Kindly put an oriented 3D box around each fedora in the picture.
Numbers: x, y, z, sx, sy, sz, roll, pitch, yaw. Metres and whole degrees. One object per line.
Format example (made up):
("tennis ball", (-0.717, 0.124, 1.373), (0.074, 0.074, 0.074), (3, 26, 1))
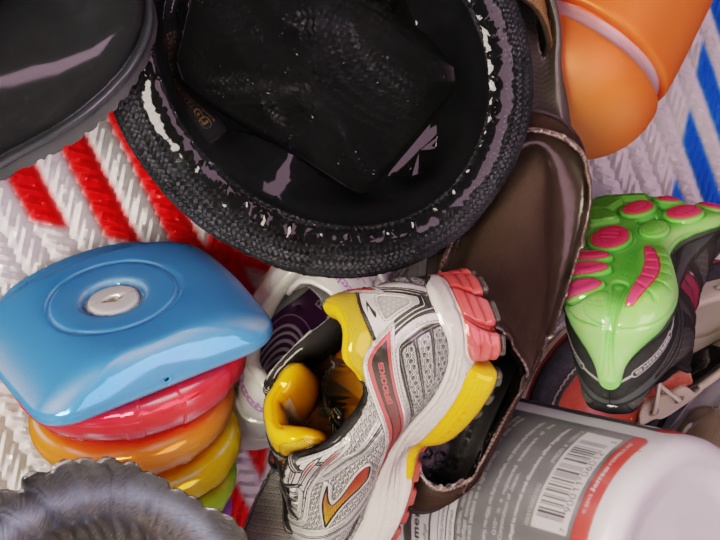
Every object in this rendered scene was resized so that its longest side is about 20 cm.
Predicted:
("fedora", (-0.022, -0.095, 0.928), (0.199, 0.092, 0.202), (-1, 97, -9))

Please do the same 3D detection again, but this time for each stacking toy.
("stacking toy", (-0.094, 0.097, 0.923), (0.115, 0.110, 0.201), (-22, 122, -20))

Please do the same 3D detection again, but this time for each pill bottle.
("pill bottle", (0.087, 0.124, 1.005), (0.115, 0.199, 0.117), (-7, 101, -40))

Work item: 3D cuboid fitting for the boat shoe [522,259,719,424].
("boat shoe", (0.171, 0.051, 1.160), (0.199, 0.062, 0.072), (-31, 117, -32))

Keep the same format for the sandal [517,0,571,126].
("sandal", (0.054, -0.123, 0.964), (0.055, 0.081, 0.202), (-51, 131, -76))

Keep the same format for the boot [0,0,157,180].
("boot", (-0.164, -0.107, 0.762), (0.165, 0.066, 0.200), (-43, 155, -12))

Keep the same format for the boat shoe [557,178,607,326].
("boat shoe", (0.075, 0.006, 1.068), (0.200, 0.071, 0.073), (-39, 108, -52))

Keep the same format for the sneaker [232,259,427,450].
("sneaker", (0.000, 0.000, 0.974), (0.075, 0.100, 0.201), (35, 70, -5))

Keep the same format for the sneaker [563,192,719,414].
("sneaker", (0.145, 0.013, 1.052), (0.200, 0.076, 0.084), (-41, 137, -59))

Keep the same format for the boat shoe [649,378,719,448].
("boat shoe", (0.201, 0.120, 1.190), (0.200, 0.068, 0.075), (-46, 123, -26))

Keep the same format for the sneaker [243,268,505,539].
("sneaker", (-0.016, 0.070, 0.885), (0.082, 0.078, 0.201), (1, 137, -29))

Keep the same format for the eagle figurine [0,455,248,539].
("eagle figurine", (-0.103, 0.158, 0.842), (0.200, 0.151, 0.152), (38, 91, -10))

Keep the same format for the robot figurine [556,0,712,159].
("robot figurine", (0.122, -0.145, 1.054), (0.116, 0.144, 0.201), (28, 75, 0))

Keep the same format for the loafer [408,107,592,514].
("loafer", (0.065, 0.022, 0.938), (0.073, 0.071, 0.202), (19, 87, -15))
